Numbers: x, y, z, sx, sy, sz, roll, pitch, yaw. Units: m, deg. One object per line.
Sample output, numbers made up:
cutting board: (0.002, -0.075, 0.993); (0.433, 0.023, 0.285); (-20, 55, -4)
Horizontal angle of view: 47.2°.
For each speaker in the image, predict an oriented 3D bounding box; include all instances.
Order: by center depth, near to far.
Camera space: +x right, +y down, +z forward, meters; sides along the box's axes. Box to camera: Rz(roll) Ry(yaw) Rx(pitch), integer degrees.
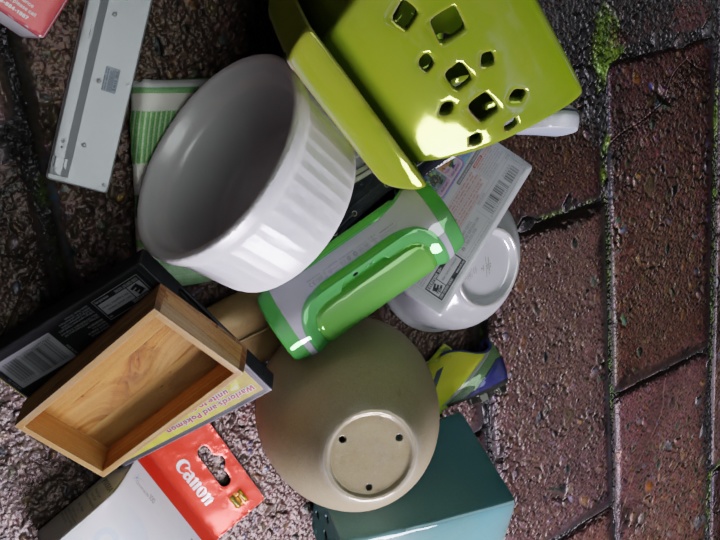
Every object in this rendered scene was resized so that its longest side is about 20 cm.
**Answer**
speaker: (0.000, 0.000, 0.799); (0.199, 0.089, 0.089); (-35, 120, -2)

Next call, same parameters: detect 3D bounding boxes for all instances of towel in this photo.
towel: (-0.154, -0.089, 0.822); (0.151, 0.023, 0.203); (-9, 108, -31)

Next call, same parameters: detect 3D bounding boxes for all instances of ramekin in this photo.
ramekin: (-0.098, -0.080, 0.732); (0.097, 0.199, 0.202); (34, 83, -42)

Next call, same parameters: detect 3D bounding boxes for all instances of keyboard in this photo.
keyboard: (-0.235, -0.175, 0.748); (0.056, 0.011, 0.203); (12, 95, -29)

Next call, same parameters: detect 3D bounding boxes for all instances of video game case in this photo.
video game case: (-0.211, 0.090, 0.755); (0.198, 0.026, 0.181); (-28, 123, 19)
video game case: (0.066, -0.083, 0.912); (0.181, 0.024, 0.201); (33, 82, -1)

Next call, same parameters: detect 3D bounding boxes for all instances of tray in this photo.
tray: (-0.203, 0.102, 0.726); (0.199, 0.037, 0.098); (-37, 120, 24)

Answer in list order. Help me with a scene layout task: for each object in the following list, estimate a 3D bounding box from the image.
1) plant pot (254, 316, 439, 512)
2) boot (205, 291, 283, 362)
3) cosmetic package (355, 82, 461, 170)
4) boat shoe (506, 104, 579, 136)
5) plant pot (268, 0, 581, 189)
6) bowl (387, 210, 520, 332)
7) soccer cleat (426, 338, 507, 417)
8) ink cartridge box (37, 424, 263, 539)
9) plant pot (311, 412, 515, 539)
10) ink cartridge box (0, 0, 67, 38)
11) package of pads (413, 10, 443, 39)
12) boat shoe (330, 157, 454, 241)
plant pot: (-0.003, 0.158, 0.828); (0.197, 0.134, 0.204); (-2, 100, -11)
boot: (-0.132, 0.034, 0.834); (0.198, 0.066, 0.177); (-23, 136, -26)
cosmetic package: (0.050, -0.162, 0.861); (0.198, 0.083, 0.051); (-29, 80, -4)
boat shoe: (0.182, -0.195, 0.913); (0.073, 0.202, 0.088); (1, 100, -11)
plant pot: (0.037, -0.201, 0.695); (0.180, 0.200, 0.200); (-35, 124, 9)
bowl: (0.125, -0.013, 0.985); (0.199, 0.090, 0.204); (-9, 106, -32)
soccer cleat: (0.095, 0.140, 1.033); (0.198, 0.065, 0.085); (-14, 80, -26)
ink cartridge box: (-0.205, 0.265, 0.860); (0.199, 0.047, 0.161); (-39, 120, -17)
plant pot: (0.050, 0.285, 0.966); (0.197, 0.142, 0.143); (-10, 129, -19)
ink cartridge box: (-0.270, -0.311, 0.649); (0.146, 0.083, 0.202); (34, 83, -35)
package of pads: (0.002, -0.277, 0.799); (0.153, 0.068, 0.202); (-22, 132, -8)
boat shoe: (0.033, -0.087, 0.860); (0.198, 0.075, 0.063); (-30, 77, -1)
